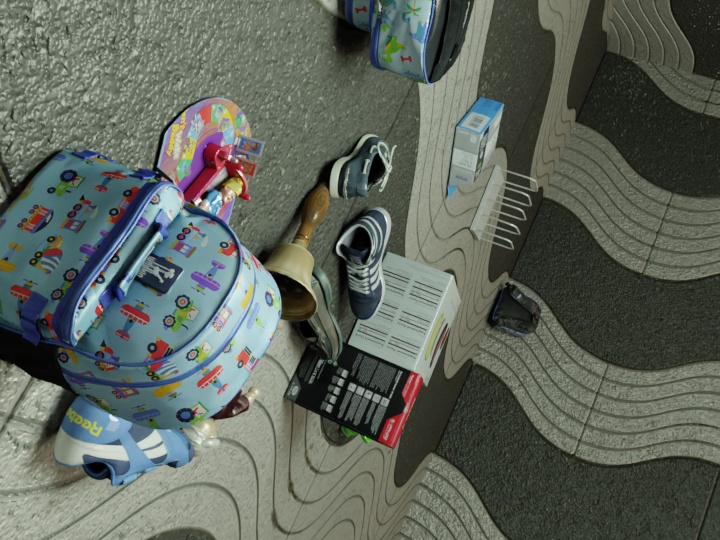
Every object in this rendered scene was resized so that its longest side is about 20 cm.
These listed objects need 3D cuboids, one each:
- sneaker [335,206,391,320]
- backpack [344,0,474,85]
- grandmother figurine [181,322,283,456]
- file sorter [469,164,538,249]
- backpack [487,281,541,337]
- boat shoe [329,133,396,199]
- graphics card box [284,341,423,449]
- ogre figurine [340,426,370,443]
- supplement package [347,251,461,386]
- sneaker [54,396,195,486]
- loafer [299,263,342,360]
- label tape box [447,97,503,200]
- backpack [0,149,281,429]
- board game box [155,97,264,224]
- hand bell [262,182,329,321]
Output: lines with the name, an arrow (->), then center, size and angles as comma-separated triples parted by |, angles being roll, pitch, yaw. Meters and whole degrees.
sneaker -> 0.000, 0.000, 1.256 | 0.108, 0.070, 0.201 | -39, 139, -65
backpack -> 0.068, -0.348, 0.947 | 0.183, 0.146, 0.201 | -45, 147, -53
grandmother figurine -> -0.170, 0.144, 0.962 | 0.121, 0.060, 0.201 | 41, 72, -42
file sorter -> 0.414, -0.175, 2.167 | 0.201, 0.124, 0.139 | -67, 161, -3
backpack -> 0.628, 0.180, 3.067 | 0.154, 0.189, 0.201 | 104, 12, -78
boat shoe -> 0.013, -0.155, 1.124 | 0.200, 0.061, 0.075 | -47, 146, -63
graphics card box -> -0.010, 0.194, 1.236 | 0.126, 0.199, 0.051 | -66, 161, -12
ogre figurine -> 0.028, 0.296, 1.597 | 0.120, 0.199, 0.099 | -35, 105, -38
supplement package -> 0.095, 0.102, 1.521 | 0.201, 0.146, 0.191 | -66, 162, -10
sneaker -> -0.240, 0.176, 0.771 | 0.083, 0.074, 0.200 | -61, 153, -16
loafer -> -0.077, 0.073, 1.152 | 0.063, 0.072, 0.201 | -36, 141, -25
label tape box -> 0.259, -0.268, 1.715 | 0.143, 0.066, 0.201 | -53, 154, -40
backpack -> -0.170, 0.017, 0.583 | 0.183, 0.199, 0.135 | -57, 159, -29
board game box -> -0.154, -0.075, 0.781 | 0.158, 0.039, 0.201 | -16, 125, -68
hand bell -> -0.076, -0.043, 1.004 | 0.104, 0.103, 0.201 | 87, 19, -52
